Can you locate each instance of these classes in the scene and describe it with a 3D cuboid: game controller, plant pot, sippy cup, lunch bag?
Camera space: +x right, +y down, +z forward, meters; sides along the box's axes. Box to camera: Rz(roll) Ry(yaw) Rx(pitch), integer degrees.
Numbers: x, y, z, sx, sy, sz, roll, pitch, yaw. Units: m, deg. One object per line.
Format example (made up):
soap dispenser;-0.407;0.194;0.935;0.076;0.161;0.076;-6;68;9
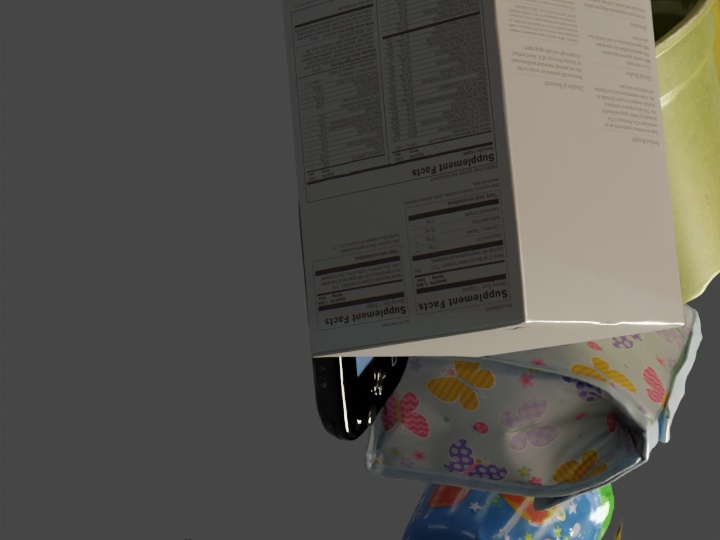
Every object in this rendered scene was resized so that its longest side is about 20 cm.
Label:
game controller;0.000;0.000;1.372;0.104;0.042;0.201;-42;138;-44
plant pot;0.157;-0.078;1.462;0.185;0.199;0.201;65;29;-26
sippy cup;0.095;0.185;1.651;0.130;0.139;0.179;-46;132;-47
lunch bag;0.117;0.069;1.539;0.170;0.199;0.128;-60;151;-56

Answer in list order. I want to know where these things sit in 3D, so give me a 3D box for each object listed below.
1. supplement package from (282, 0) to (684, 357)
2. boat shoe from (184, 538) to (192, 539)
supplement package;0.066;-0.060;1.262;0.151;0.150;0.201;2;80;-49
boat shoe;-0.047;0.195;1.249;0.200;0.067;0.072;55;43;-67
